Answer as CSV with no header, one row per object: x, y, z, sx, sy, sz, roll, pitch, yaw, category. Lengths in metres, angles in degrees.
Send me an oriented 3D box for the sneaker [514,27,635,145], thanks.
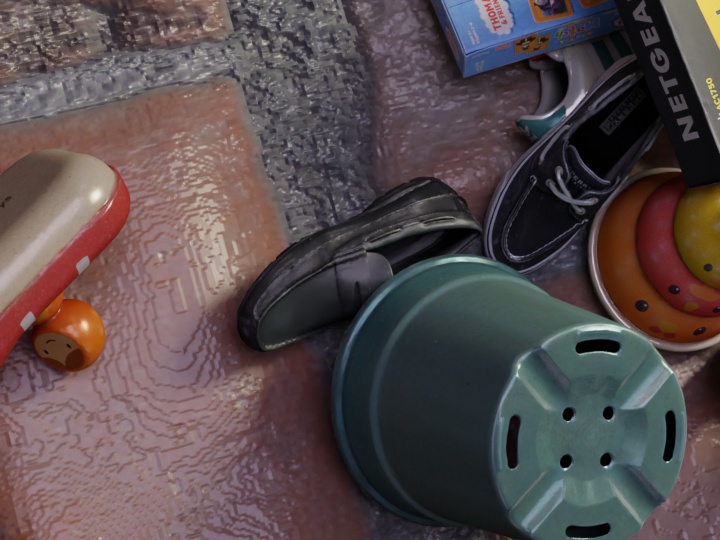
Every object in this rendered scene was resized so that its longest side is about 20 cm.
0.188,-0.173,1.306,0.093,0.070,0.201,29,75,-12,sneaker

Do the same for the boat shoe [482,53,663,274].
0.163,-0.073,1.239,0.072,0.068,0.200,40,103,-8,boat shoe

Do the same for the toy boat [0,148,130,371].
-0.227,0.020,1.149,0.200,0.130,0.131,-48,121,-18,toy boat

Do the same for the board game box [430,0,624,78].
0.147,-0.247,1.295,0.198,0.037,0.152,-17,66,-8,board game box

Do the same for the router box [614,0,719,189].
0.264,-0.178,1.195,0.148,0.051,0.201,-27,97,-29,router box

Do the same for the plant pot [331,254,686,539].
0.107,0.096,1.131,0.198,0.196,0.202,-2,95,-23,plant pot

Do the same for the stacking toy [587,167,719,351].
0.264,-0.027,1.225,0.145,0.200,0.148,3,77,-13,stacking toy

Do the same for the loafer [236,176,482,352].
0.000,0.000,1.215,0.200,0.068,0.070,-32,48,-20,loafer
